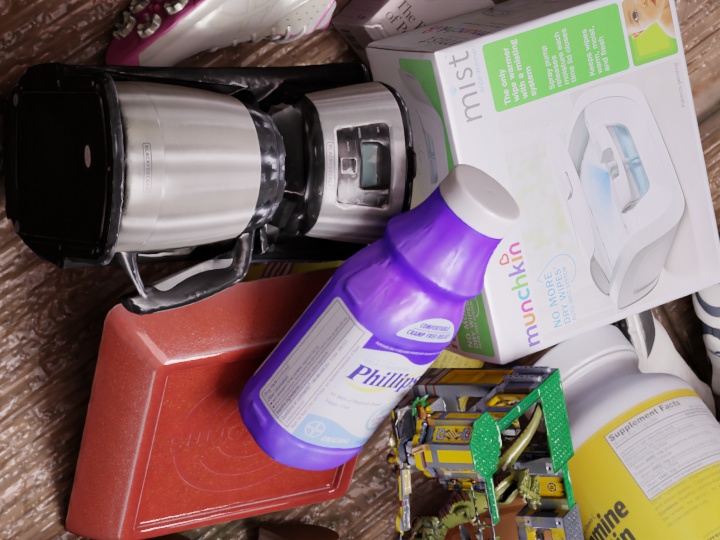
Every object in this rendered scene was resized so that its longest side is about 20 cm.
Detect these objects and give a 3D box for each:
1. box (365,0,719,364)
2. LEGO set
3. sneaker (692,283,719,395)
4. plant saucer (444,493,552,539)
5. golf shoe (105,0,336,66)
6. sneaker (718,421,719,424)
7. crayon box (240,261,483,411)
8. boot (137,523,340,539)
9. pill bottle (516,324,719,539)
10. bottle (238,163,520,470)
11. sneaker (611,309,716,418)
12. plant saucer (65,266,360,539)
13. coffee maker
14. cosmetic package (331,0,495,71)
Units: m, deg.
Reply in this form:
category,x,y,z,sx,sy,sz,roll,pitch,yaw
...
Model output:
category,x,y,z,sx,sy,sz,roll,pitch,yaw
box,0.115,-0.067,1.585,0.176,0.097,0.201,-18,105,-25
LEGO set,0.055,0.147,1.523,0.154,0.116,0.201,-47,128,-50
sneaker,0.306,0.024,1.774,0.199,0.079,0.130,-34,133,-41
plant saucer,0.120,0.237,1.663,0.199,0.037,0.201,3,113,7
golf shoe,-0.064,-0.165,1.548,0.200,0.075,0.092,-41,117,-15
sneaker,0.222,0.128,1.663,0.201,0.067,0.108,14,104,7
crayon box,0.000,0.000,1.618,0.200,0.051,0.127,27,85,-29
boot,-0.103,0.242,1.598,0.200,0.077,0.156,-1,103,-37
pill bottle,0.183,0.135,1.575,0.112,0.200,0.112,-28,154,-15
bottle,0.014,0.027,1.448,0.083,0.065,0.200,8,128,-50
sneaker,0.193,0.075,1.730,0.080,0.074,0.200,-34,117,-33
plant saucer,-0.070,0.088,1.544,0.199,0.037,0.200,-9,138,-26
coffee maker,-0.095,-0.070,1.474,0.199,0.192,0.135,-1,118,-32
cosmetic package,0.076,-0.113,1.640,0.083,0.051,0.200,-47,116,-14
